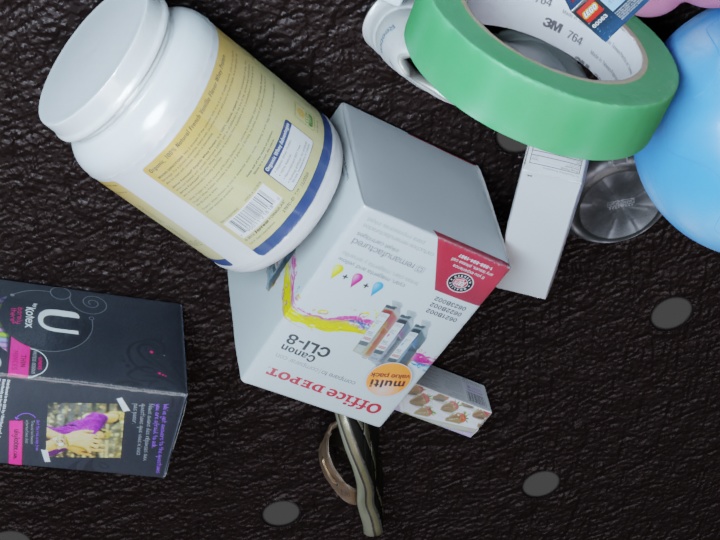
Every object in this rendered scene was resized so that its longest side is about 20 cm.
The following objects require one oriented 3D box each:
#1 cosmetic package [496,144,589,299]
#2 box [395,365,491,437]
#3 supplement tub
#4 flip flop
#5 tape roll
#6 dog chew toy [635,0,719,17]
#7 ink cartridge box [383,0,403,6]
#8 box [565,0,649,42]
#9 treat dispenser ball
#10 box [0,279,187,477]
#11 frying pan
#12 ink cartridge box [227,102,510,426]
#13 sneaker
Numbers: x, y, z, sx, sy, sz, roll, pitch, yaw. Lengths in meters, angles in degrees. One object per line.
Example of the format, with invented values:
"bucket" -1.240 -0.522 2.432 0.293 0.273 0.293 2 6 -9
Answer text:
"cosmetic package" 0.149 -0.059 1.123 0.050 0.083 0.201 15 155 7
"box" 0.034 0.104 1.318 0.198 0.042 0.039 22 122 -27
"supplement tub" -0.126 -0.105 1.048 0.144 0.145 0.199 -39 126 21
"flip flop" -0.011 0.188 1.364 0.057 0.082 0.201 0 136 9
"tape roll" 0.132 -0.159 1.014 0.198 0.201 0.048 10 128 -18
"dog chew toy" 0.267 -0.250 1.023 0.198 0.125 0.125 -23 130 19
"ink cartridge box" -0.012 -0.307 0.970 0.198 0.041 0.200 19 123 -24
"box" 0.177 -0.261 0.939 0.038 0.201 0.137 31 118 -31
"treat dispenser ball" 0.311 -0.111 1.087 0.198 0.202 0.203 -5 130 -6
"box" -0.255 0.091 1.199 0.198 0.123 0.107 8 127 -17
"frying pan" 0.234 -0.094 1.202 0.114 0.031 0.191 6 131 -16
"ink cartridge box" 0.000 0.000 1.157 0.144 0.145 0.201 21 124 -25
"sneaker" 0.095 -0.150 1.090 0.198 0.088 0.075 13 124 -21
